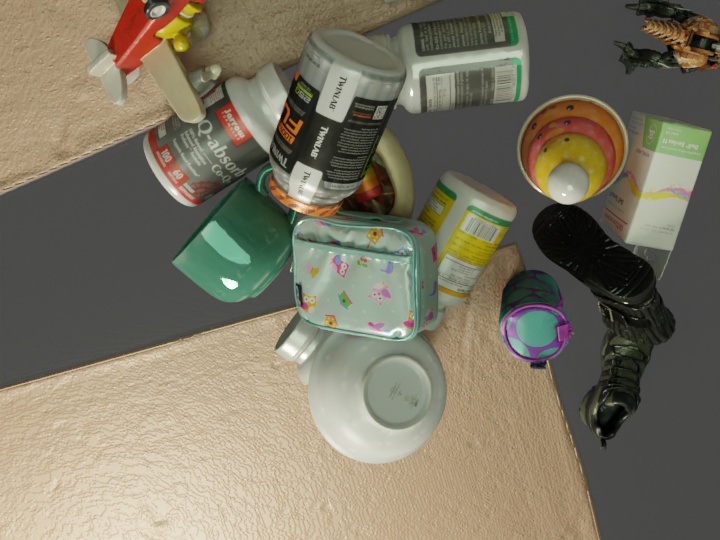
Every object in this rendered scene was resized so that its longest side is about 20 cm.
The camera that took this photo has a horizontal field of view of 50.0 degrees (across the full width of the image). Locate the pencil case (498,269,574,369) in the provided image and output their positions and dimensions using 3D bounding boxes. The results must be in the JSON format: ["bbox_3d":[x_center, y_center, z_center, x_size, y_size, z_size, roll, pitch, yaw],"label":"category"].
[{"bbox_3d":[0.234,0.059,1.036,0.092,0.200,0.085,9,104,9],"label":"pencil case"}]

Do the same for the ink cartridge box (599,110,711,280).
[{"bbox_3d":[0.380,-0.101,1.025,0.067,0.117,0.201,10,107,-4],"label":"ink cartridge box"}]

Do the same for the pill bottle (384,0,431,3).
[{"bbox_3d":[0.114,-0.396,0.937,0.199,0.111,0.112,-17,107,6],"label":"pill bottle"}]

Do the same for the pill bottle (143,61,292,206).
[{"bbox_3d":[-0.172,-0.180,1.009,0.200,0.116,0.116,-31,105,10],"label":"pill bottle"}]

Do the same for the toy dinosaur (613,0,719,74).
[{"bbox_3d":[0.398,-0.290,0.950,0.200,0.136,0.102,27,92,-50],"label":"toy dinosaur"}]

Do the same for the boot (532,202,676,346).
[{"bbox_3d":[0.334,0.009,1.067,0.079,0.211,0.158,-42,140,4],"label":"boot"}]

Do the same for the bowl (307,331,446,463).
[{"bbox_3d":[0.035,0.159,1.021,0.200,0.090,0.202,1,85,-15],"label":"bowl"}]

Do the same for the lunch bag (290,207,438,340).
[{"bbox_3d":[0.000,0.000,0.996,0.200,0.077,0.161,8,111,30],"label":"lunch bag"}]

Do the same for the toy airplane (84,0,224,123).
[{"bbox_3d":[-0.255,-0.298,0.969,0.199,0.141,0.201,19,116,37],"label":"toy airplane"}]

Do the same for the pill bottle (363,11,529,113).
[{"bbox_3d":[0.106,-0.261,0.980,0.199,0.113,0.113,-6,108,3],"label":"pill bottle"}]

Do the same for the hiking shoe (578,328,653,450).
[{"bbox_3d":[0.385,0.160,1.118,0.076,0.101,0.201,13,107,-3],"label":"hiking shoe"}]

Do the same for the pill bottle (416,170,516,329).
[{"bbox_3d":[0.116,-0.024,1.049,0.113,0.113,0.200,26,106,-7],"label":"pill bottle"}]

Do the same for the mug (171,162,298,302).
[{"bbox_3d":[-0.151,-0.040,1.028,0.114,0.152,0.185,42,133,-14],"label":"mug"}]

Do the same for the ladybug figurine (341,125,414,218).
[{"bbox_3d":[0.005,-0.134,1.037,0.135,0.072,0.200,-13,110,22],"label":"ladybug figurine"}]

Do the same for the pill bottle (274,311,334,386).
[{"bbox_3d":[-0.020,0.137,1.112,0.200,0.113,0.113,36,105,-10],"label":"pill bottle"}]

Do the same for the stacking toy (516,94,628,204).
[{"bbox_3d":[0.266,-0.133,0.966,0.146,0.200,0.147,5,114,12],"label":"stacking toy"}]

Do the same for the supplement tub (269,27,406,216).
[{"bbox_3d":[-0.035,-0.172,0.917,0.122,0.123,0.200,21,122,-6],"label":"supplement tub"}]
